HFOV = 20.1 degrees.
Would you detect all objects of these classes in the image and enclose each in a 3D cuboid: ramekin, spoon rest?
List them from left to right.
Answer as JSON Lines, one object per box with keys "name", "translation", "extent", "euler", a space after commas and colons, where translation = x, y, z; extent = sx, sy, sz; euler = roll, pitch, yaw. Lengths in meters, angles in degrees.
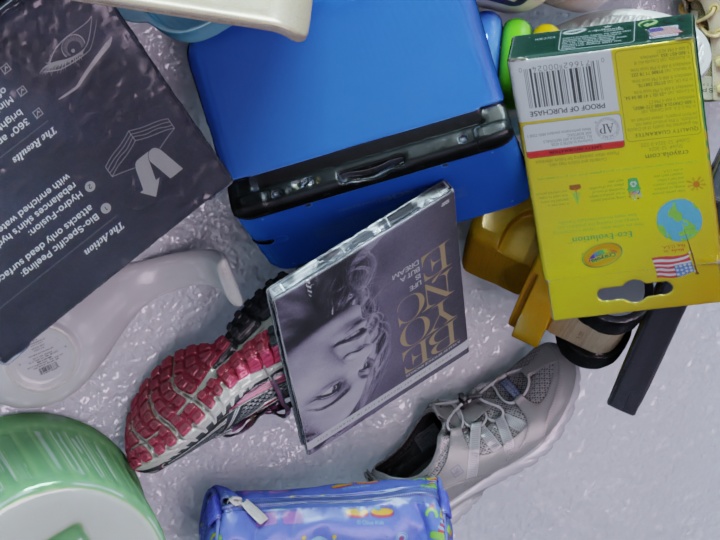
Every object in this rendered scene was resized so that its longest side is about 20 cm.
{"name": "ramekin", "translation": [-0.232, 0.212, 1.449], "extent": [0.199, 0.098, 0.201], "euler": [-10, 113, -24]}
{"name": "spoon rest", "translation": [-0.185, 0.034, 1.440], "extent": [0.199, 0.061, 0.100], "euler": [-20, 117, -4]}

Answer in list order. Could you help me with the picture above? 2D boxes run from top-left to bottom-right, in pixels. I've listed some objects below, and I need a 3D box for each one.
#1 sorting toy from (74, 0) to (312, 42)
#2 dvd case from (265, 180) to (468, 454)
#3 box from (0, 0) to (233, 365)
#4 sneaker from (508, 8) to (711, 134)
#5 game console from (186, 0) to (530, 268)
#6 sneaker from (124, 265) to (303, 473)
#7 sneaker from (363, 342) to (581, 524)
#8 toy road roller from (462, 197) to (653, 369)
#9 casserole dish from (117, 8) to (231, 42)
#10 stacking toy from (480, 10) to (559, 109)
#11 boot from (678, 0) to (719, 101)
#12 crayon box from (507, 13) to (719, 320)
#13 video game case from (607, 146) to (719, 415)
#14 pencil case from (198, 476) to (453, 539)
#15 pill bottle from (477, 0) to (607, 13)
{"name": "sorting toy", "translation": [-0.120, -0.231, 1.265], "extent": [0.199, 0.186, 0.037], "euler": [11, 140, -7]}
{"name": "dvd case", "translation": [0.010, 0.038, 1.437], "extent": [0.148, 0.016, 0.200], "euler": [-32, 147, -16]}
{"name": "box", "translation": [-0.226, -0.085, 1.328], "extent": [0.197, 0.117, 0.200], "euler": [-39, 121, -9]}
{"name": "sneaker", "translation": [0.158, -0.143, 1.506], "extent": [0.199, 0.082, 0.074], "euler": [-6, 78, 6]}
{"name": "game console", "translation": [0.003, -0.104, 1.407], "extent": [0.199, 0.119, 0.171], "euler": [-15, 156, 8]}
{"name": "sneaker", "translation": [-0.086, 0.086, 1.472], "extent": [0.200, 0.081, 0.075], "euler": [-36, 131, 10]}
{"name": "sneaker", "translation": [0.090, 0.125, 1.597], "extent": [0.200, 0.075, 0.082], "euler": [-44, 124, -5]}
{"name": "toy road roller", "translation": [0.165, -0.035, 1.547], "extent": [0.146, 0.123, 0.200], "euler": [25, 71, 5]}
{"name": "casserole dish", "translation": [-0.084, -0.227, 1.356], "extent": [0.200, 0.121, 0.039], "euler": [-40, 154, -8]}
{"name": "stacking toy", "translation": [0.114, -0.148, 1.434], "extent": [0.199, 0.085, 0.086], "euler": [4, 110, 5]}
{"name": "boot", "translation": [0.258, -0.205, 1.562], "extent": [0.199, 0.073, 0.156], "euler": [-7, 113, -30]}
{"name": "crayon box", "translation": [0.178, -0.069, 1.396], "extent": [0.126, 0.051, 0.201], "euler": [-6, 116, 11]}
{"name": "video game case", "translation": [0.252, -0.013, 1.551], "extent": [0.025, 0.181, 0.200], "euler": [25, 124, 7]}
{"name": "pencil case", "translation": [-0.027, 0.196, 1.532], "extent": [0.199, 0.078, 0.087], "euler": [-1, 139, -9]}
{"name": "pill bottle", "translation": [0.088, -0.246, 1.427], "extent": [0.199, 0.120, 0.120], "euler": [11, 104, -33]}
